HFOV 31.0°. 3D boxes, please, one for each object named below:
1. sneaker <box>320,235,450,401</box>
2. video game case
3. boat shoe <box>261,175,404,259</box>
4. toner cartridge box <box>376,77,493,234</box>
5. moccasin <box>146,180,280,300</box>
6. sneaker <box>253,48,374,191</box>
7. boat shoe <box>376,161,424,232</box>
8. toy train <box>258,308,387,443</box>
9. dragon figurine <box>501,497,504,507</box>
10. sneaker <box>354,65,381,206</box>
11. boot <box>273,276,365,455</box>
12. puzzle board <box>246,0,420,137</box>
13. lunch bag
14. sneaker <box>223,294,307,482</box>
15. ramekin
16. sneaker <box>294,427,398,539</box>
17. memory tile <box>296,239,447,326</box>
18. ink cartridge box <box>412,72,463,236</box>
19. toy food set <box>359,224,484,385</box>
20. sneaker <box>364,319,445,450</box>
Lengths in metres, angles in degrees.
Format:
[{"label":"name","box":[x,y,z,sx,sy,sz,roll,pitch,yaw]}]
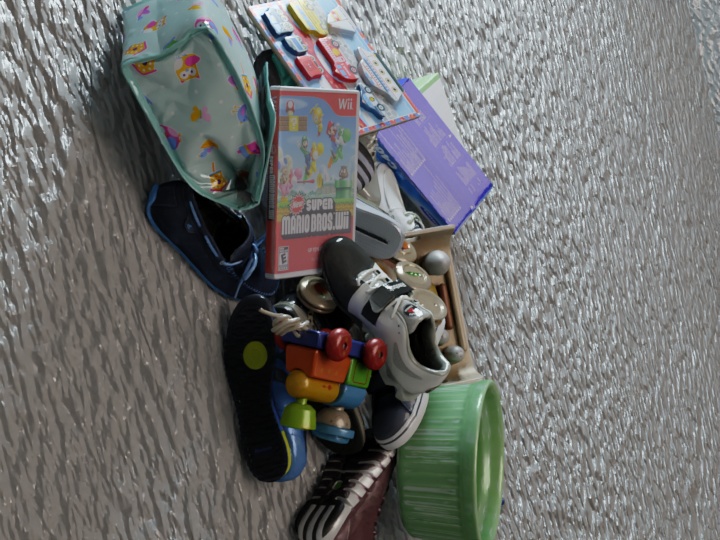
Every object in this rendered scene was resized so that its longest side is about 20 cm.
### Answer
[{"label":"sneaker","box":[0.035,0.040,1.415,0.074,0.088,0.201,-35,93,-39]},{"label":"video game case","box":[-0.051,-0.096,1.412,0.142,0.017,0.202,-7,101,-53]},{"label":"boat shoe","box":[-0.041,-0.073,1.509,0.199,0.072,0.062,30,10,-11]},{"label":"toner cartridge box","box":[0.085,-0.151,1.743,0.095,0.043,0.200,-49,114,-18]},{"label":"moccasin","box":[-0.142,-0.025,1.364,0.200,0.068,0.081,37,49,-47]},{"label":"sneaker","box":[-0.070,-0.168,1.558,0.074,0.087,0.201,-37,92,-27]},{"label":"boat shoe","box":[0.055,-0.047,1.699,0.073,0.066,0.202,-5,83,-59]},{"label":"toy train","box":[-0.059,0.111,1.328,0.199,0.084,0.117,19,81,-55]},{"label":"dragon figurine","box":[0.129,0.302,1.701,0.200,0.058,0.100,-22,98,-59]},{"label":"sneaker","box":[-0.004,-0.170,1.622,0.076,0.091,0.202,-39,112,-55]},{"label":"boot","box":[-0.028,0.093,1.506,0.205,0.073,0.154,64,32,-20]},{"label":"puzzle board","box":[-0.029,-0.250,1.557,0.150,0.017,0.201,-23,74,-44]},{"label":"lunch bag","box":[-0.151,-0.176,1.317,0.201,0.121,0.171,60,8,-30]},{"label":"sneaker","box":[-0.095,0.125,1.395,0.078,0.065,0.202,-5,85,-64]},{"label":"ramekin","box":[0.109,0.230,1.553,0.200,0.097,0.202,1,90,-74]},{"label":"sneaker","box":[-0.001,0.277,1.497,0.200,0.075,0.116,-48,126,-44]},{"label":"memory tile","box":[0.000,0.000,1.510,0.198,0.017,0.154,9,41,-32]},{"label":"ink cartridge box","box":[0.103,-0.162,1.840,0.146,0.048,0.202,-47,120,-54]},{"label":"toy food set","box":[0.071,0.052,1.622,0.142,0.060,0.202,-10,87,-19]},{"label":"sneaker","box":[0.038,0.110,1.517,0.079,0.078,0.201,40,44,-26]}]
